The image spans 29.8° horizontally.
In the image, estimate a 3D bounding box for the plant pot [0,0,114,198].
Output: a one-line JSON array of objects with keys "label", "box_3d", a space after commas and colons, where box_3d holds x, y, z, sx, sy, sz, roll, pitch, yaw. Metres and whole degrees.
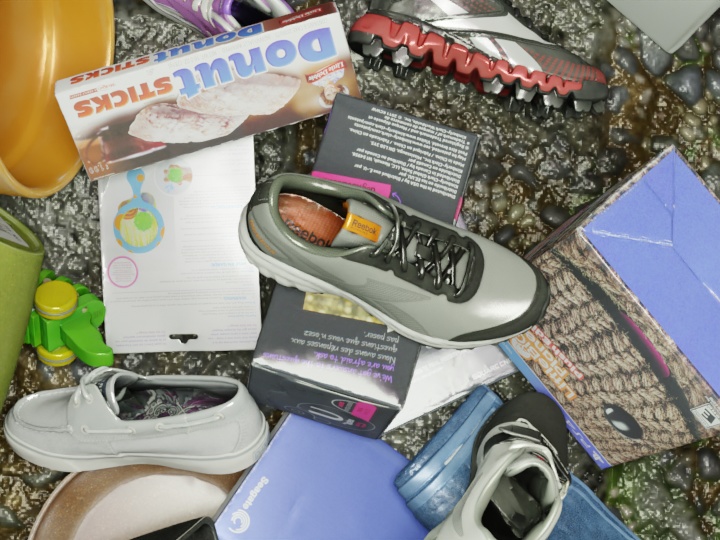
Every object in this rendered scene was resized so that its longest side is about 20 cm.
[{"label": "plant pot", "box_3d": [-0.295, -0.160, 0.939, 0.183, 0.200, 0.201, 8, 83, 13]}]

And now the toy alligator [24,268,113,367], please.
[{"label": "toy alligator", "box_3d": [-0.253, 0.014, 0.984, 0.200, 0.059, 0.054, 22, 42, 17]}]

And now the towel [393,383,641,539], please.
[{"label": "towel", "box_3d": [0.124, 0.187, 0.970, 0.200, 0.049, 0.112, 46, 57, -1]}]

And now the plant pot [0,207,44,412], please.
[{"label": "plant pot", "box_3d": [-0.300, 0.045, 0.889, 0.187, 0.187, 0.200, 34, 96, 0]}]

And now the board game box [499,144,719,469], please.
[{"label": "board game box", "box_3d": [0.187, 0.033, 0.924, 0.097, 0.200, 0.160, -39, 87, -22]}]

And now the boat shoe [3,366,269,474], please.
[{"label": "boat shoe", "box_3d": [-0.163, 0.098, 0.940, 0.199, 0.069, 0.072, 5, 41, 23]}]

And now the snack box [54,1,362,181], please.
[{"label": "snack box", "box_3d": [-0.103, -0.123, 0.934, 0.199, 0.024, 0.072, -16, 123, 1]}]

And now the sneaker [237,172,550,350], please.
[{"label": "sneaker", "box_3d": [0.021, -0.007, 0.830, 0.200, 0.079, 0.074, 17, 71, -2]}]

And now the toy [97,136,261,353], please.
[{"label": "toy", "box_3d": [-0.130, -0.043, 0.993, 0.115, 0.047, 0.201, -2, 98, 5]}]

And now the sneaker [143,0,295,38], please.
[{"label": "sneaker", "box_3d": [-0.105, -0.207, 0.984, 0.200, 0.114, 0.073, 41, 85, 3]}]

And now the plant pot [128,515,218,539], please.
[{"label": "plant pot", "box_3d": [-0.186, 0.291, 0.859, 0.177, 0.199, 0.201, -12, 94, 17]}]

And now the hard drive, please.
[{"label": "hard drive", "box_3d": [0.004, 0.194, 0.968, 0.200, 0.025, 0.132, 37, 70, -7]}]

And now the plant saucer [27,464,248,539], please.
[{"label": "plant saucer", "box_3d": [-0.140, 0.220, 0.976, 0.200, 0.037, 0.201, 0, 84, -3]}]

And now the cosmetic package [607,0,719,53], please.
[{"label": "cosmetic package", "box_3d": [0.224, -0.298, 0.986, 0.200, 0.165, 0.165, 42, 84, 2]}]

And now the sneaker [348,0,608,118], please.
[{"label": "sneaker", "box_3d": [0.096, -0.177, 1.013, 0.200, 0.071, 0.098, 18, 86, 0]}]

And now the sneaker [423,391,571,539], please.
[{"label": "sneaker", "box_3d": [0.109, 0.140, 0.893, 0.074, 0.089, 0.200, 37, 41, -2]}]

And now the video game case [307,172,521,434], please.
[{"label": "video game case", "box_3d": [0.022, 0.010, 1.017, 0.143, 0.019, 0.200, -24, 87, -6]}]

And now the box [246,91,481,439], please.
[{"label": "box", "box_3d": [0.000, 0.000, 0.931, 0.106, 0.122, 0.201, 18, 73, -1]}]
